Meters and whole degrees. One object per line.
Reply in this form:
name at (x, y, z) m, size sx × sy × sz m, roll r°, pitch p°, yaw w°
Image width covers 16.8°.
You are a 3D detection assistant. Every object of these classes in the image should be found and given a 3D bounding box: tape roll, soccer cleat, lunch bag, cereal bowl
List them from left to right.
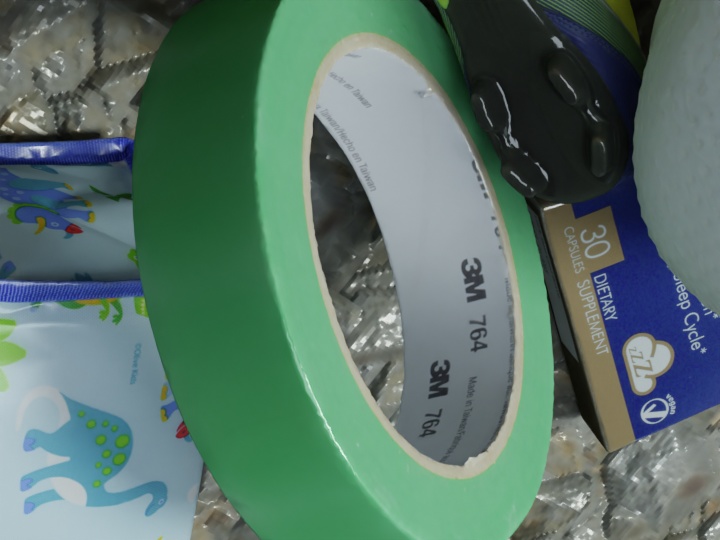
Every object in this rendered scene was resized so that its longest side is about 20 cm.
lunch bag at (-0.159, 0.052, 0.815) m, size 0.199 × 0.127 × 0.171 m, roll -6°, pitch 120°, yaw -28°
tape roll at (0.000, 0.000, 0.805) m, size 0.048 × 0.201 × 0.201 m, roll -15°, pitch 128°, yaw 26°
soccer cleat at (0.050, -0.120, 0.842) m, size 0.065 × 0.084 × 0.201 m, roll -13°, pitch 109°, yaw 25°
cereal bowl at (0.161, -0.079, 0.835) m, size 0.200 × 0.083 × 0.201 m, roll -33°, pitch 143°, yaw -29°

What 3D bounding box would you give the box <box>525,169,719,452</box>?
box at (0.168, -0.020, 0.953) m, size 0.199 × 0.032 × 0.121 m, roll -24°, pitch 123°, yaw -8°
